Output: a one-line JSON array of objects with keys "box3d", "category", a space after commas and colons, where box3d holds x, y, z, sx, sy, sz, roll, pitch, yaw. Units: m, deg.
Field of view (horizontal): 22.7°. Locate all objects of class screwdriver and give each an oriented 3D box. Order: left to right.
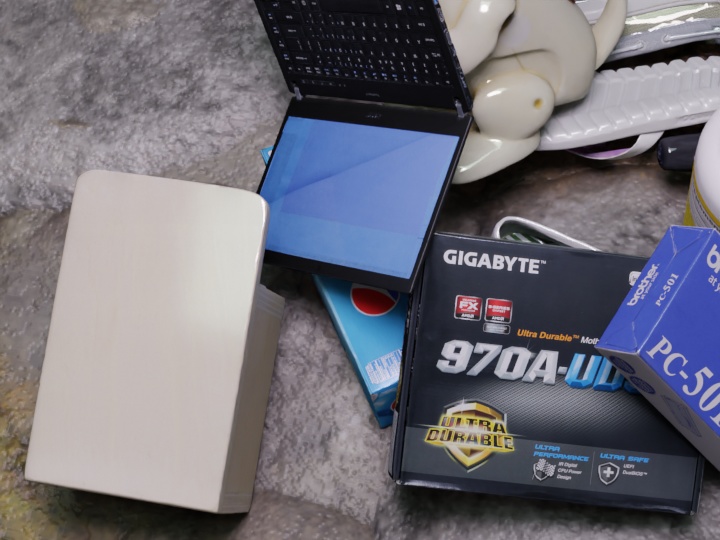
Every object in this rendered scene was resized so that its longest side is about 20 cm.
[{"box3d": [0.301, -0.081, 1.245, 0.198, 0.028, 0.029, 1, 79, -10], "category": "screwdriver"}]

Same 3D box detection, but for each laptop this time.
[{"box3d": [-0.027, -0.107, 1.131, 0.176, 0.201, 0.103, 11, 42, 46], "category": "laptop"}]

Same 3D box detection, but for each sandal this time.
[{"box3d": [0.176, -0.104, 1.262, 0.201, 0.050, 0.083, -7, 37, 3], "category": "sandal"}]

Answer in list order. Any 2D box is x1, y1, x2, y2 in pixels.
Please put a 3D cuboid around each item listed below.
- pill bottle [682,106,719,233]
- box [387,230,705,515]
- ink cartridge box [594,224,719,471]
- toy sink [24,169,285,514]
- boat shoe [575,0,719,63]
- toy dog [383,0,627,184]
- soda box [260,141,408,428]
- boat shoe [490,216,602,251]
[{"box3d": [0.266, -0.050, 1.148, 0.110, 0.200, 0.112, -2, 65, 4], "category": "pill bottle"}, {"box3d": [0.123, 0.064, 1.137, 0.198, 0.046, 0.161, 7, 92, -5], "category": "box"}, {"box3d": [0.239, 0.071, 1.108, 0.094, 0.200, 0.044, -55, 27, -16], "category": "ink cartridge box"}, {"box3d": [-0.125, 0.048, 1.165, 0.129, 0.112, 0.202, 7, 85, 9], "category": "toy sink"}, {"box3d": [0.227, -0.182, 1.294, 0.200, 0.065, 0.075, -7, 25, -2], "category": "boat shoe"}, {"box3d": [0.087, -0.186, 1.182, 0.192, 0.201, 0.140, -15, 39, -1], "category": "toy dog"}, {"box3d": [0.000, 0.000, 1.222, 0.064, 0.068, 0.201, -22, 65, -4], "category": "soda box"}, {"box3d": [0.167, 0.030, 1.194, 0.199, 0.067, 0.074, 25, 70, 16], "category": "boat shoe"}]
